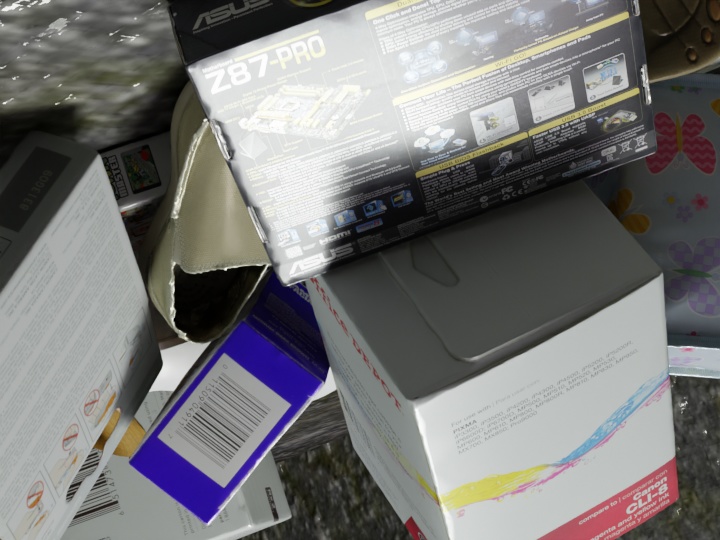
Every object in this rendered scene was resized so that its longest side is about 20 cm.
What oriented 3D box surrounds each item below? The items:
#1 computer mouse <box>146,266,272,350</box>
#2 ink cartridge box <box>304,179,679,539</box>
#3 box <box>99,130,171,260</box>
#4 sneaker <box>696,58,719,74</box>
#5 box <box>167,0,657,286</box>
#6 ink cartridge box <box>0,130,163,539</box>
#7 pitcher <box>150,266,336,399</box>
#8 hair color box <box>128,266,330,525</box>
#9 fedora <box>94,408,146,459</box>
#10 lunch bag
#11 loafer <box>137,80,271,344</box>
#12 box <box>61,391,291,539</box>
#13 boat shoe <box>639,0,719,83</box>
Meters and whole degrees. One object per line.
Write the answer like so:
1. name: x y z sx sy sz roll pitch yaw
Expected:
1. computer mouse: -0.118 0.010 1.122 0.110 0.044 0.200 -15 -170 10
2. ink cartridge box: 0.070 0.051 0.860 0.144 0.145 0.200 -27 139 -10
3. box: -0.123 -0.035 0.973 0.110 0.035 0.200 -18 171 -5
4. sneaker: 0.220 -0.082 1.139 0.200 0.116 0.076 -25 169 33
5. box: 0.031 -0.085 0.742 0.200 0.049 0.161 -20 142 2
6. ink cartridge box: -0.172 0.051 0.835 0.047 0.160 0.200 19 148 17
7. pitcher: -0.108 0.049 1.301 0.200 0.121 0.172 -6 -172 -15
8. hair color box: -0.069 0.067 0.980 0.109 0.065 0.200 -51 -174 10
9. fedora: -0.195 0.038 1.002 0.082 0.200 0.201 -57 -178 -18
10. lunch bag: 0.236 -0.023 0.957 0.200 0.170 0.127 6 169 -10
11. loafer: -0.064 -0.034 0.843 0.076 0.068 0.200 -6 144 -25
12. box: -0.200 0.178 1.533 0.200 0.199 0.131 -21 171 11
13. boat shoe: 0.091 -0.113 0.842 0.200 0.072 0.068 -12 -176 -6
